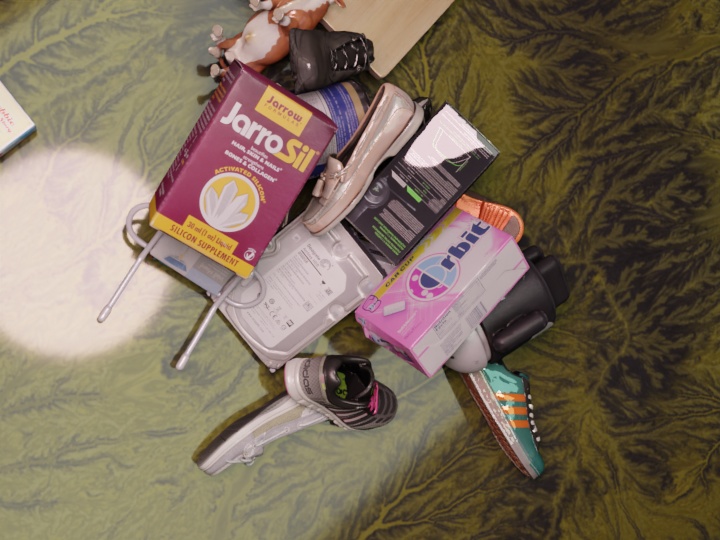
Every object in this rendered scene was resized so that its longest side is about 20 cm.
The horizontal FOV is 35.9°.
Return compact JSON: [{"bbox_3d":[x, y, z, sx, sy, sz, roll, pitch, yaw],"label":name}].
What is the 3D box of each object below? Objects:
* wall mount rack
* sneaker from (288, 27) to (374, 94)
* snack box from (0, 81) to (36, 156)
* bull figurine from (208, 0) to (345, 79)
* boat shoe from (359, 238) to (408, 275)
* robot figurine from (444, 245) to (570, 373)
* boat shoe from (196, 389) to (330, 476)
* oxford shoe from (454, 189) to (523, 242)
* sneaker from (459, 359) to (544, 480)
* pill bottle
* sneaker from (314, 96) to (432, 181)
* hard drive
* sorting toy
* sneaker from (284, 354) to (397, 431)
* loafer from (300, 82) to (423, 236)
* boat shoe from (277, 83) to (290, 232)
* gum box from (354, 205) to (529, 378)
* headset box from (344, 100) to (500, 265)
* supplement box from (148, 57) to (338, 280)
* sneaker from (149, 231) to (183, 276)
[{"bbox_3d":[-0.221,0.017,1.365,0.199,0.075,0.174,34,117,-15],"label":"wall mount rack"},{"bbox_3d":[-0.032,-0.258,1.322,0.090,0.200,0.077,-2,110,11],"label":"sneaker"},{"bbox_3d":[-0.508,-0.221,1.368,0.116,0.037,0.201,-39,96,-13],"label":"snack box"},{"bbox_3d":[-0.110,-0.308,1.401,0.200,0.121,0.065,-39,77,27],"label":"bull figurine"},{"bbox_3d":[0.000,0.000,1.471,0.198,0.072,0.068,16,114,-3],"label":"boat shoe"},{"bbox_3d":[0.175,0.047,1.455,0.199,0.150,0.125,-31,80,-11],"label":"robot figurine"},{"bbox_3d":[-0.116,0.208,1.427,0.201,0.074,0.065,-32,95,-22],"label":"boat shoe"},{"bbox_3d":[0.127,-0.084,1.513,0.198,0.073,0.072,26,100,6],"label":"oxford shoe"},{"bbox_3d":[0.208,0.184,1.510,0.079,0.071,0.201,-30,93,-10],"label":"sneaker"},{"bbox_3d":[-0.088,-0.163,1.361,0.198,0.112,0.113,-16,91,-20],"label":"pill bottle"},{"bbox_3d":[0.018,-0.174,1.482,0.200,0.074,0.079,-39,62,-18],"label":"sneaker"},{"bbox_3d":[-0.080,0.019,1.421,0.199,0.038,0.140,-37,97,13],"label":"hard drive"},{"bbox_3d":[0.015,-0.391,1.495,0.199,0.070,0.200,44,77,-8],"label":"sorting toy"},{"bbox_3d":[-0.005,0.155,1.413,0.199,0.087,0.075,30,58,-44],"label":"sneaker"},{"bbox_3d":[-0.011,-0.134,1.314,0.063,0.072,0.200,38,95,-29],"label":"loafer"},{"bbox_3d":[-0.109,-0.141,1.447,0.060,0.074,0.202,11,80,-20],"label":"boat shoe"},{"bbox_3d":[0.097,0.028,1.371,0.200,0.113,0.066,-47,132,-11],"label":"gum box"},{"bbox_3d":[0.075,-0.107,1.393,0.093,0.174,0.200,43,100,0],"label":"headset box"},{"bbox_3d":[-0.134,-0.114,1.244,0.130,0.103,0.201,29,99,-18],"label":"supplement box"},{"bbox_3d":[-0.186,-0.083,1.431,0.095,0.079,0.201,32,89,-16],"label":"sneaker"}]
